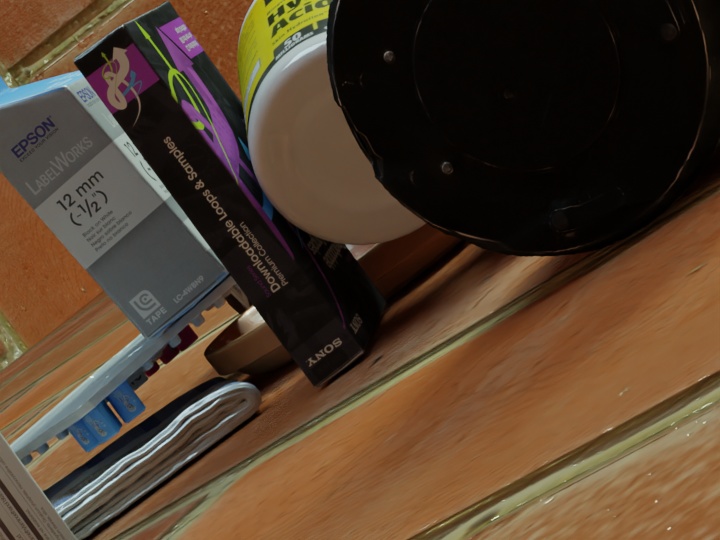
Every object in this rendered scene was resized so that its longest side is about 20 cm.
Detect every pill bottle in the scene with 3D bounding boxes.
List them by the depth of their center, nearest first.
[{"bbox_3d":[-0.007,-0.098,1.510,0.111,0.111,0.200,-35,21,8],"label":"pill bottle"}]

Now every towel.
[{"bbox_3d":[-0.123,0.101,1.595,0.147,0.024,0.200,-35,4,-6],"label":"towel"}]

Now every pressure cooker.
[{"bbox_3d":[0.091,-0.115,1.261,0.176,0.179,0.200,-37,4,25],"label":"pressure cooker"}]

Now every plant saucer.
[{"bbox_3d":[0.000,0.000,1.672,0.200,0.032,0.200,-36,4,3],"label":"plant saucer"}]

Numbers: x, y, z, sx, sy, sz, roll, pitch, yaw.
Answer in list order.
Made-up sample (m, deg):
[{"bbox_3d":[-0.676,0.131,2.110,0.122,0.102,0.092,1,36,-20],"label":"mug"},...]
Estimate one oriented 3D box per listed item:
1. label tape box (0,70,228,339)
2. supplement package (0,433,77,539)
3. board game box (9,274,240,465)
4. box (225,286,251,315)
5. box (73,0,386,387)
[{"bbox_3d":[-0.150,-0.066,1.651,0.066,0.200,0.143,-38,4,10],"label":"label tape box"},{"bbox_3d":[-0.264,0.131,1.488,0.111,0.156,0.200,-40,7,-38],"label":"supplement package"},{"bbox_3d":[-0.130,0.061,1.694,0.200,0.026,0.200,-43,5,-36],"label":"board game box"},{"bbox_3d":[-0.016,-0.064,1.921,0.200,0.075,0.100,-35,-36,-16],"label":"box"},{"bbox_3d":[-0.061,-0.042,1.491,0.036,0.200,0.143,-34,6,10],"label":"box"}]
